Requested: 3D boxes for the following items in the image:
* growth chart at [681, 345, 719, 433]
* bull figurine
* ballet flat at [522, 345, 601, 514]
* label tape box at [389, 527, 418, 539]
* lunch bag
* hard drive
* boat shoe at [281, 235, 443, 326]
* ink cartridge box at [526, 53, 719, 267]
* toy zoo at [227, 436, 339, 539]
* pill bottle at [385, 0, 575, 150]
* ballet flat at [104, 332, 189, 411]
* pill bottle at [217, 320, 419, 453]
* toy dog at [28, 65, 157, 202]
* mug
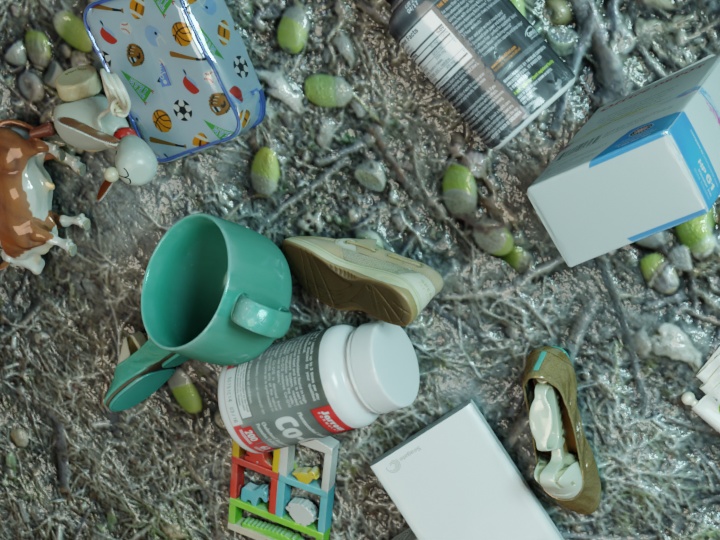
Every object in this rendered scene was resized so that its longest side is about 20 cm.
[{"bbox_3d":[0.402,0.102,1.530,0.145,0.018,0.200,33,126,10],"label":"growth chart"},{"bbox_3d":[-0.378,-0.077,1.851,0.121,0.065,0.200,7,118,22],"label":"bull figurine"},{"bbox_3d":[0.202,0.177,1.643,0.068,0.072,0.200,1,113,28],"label":"ballet flat"},{"bbox_3d":[0.102,0.350,1.788,0.143,0.066,0.200,51,128,-2],"label":"label tape box"},{"bbox_3d":[-0.199,-0.220,1.676,0.160,0.076,0.200,-13,106,36],"label":"lunch bag"},{"bbox_3d":[0.119,0.257,1.720,0.132,0.027,0.200,-33,93,8],"label":"hard drive"},{"bbox_3d":[0.000,0.000,1.677,0.200,0.065,0.072,19,137,42],"label":"boat shoe"},{"bbox_3d":[0.254,-0.100,1.403,0.144,0.200,0.085,-23,105,36],"label":"ink cartridge box"},{"bbox_3d":[-0.091,0.240,1.869,0.131,0.020,0.200,17,120,21],"label":"toy zoo"},{"bbox_3d":[0.099,-0.219,1.488,0.200,0.106,0.106,49,126,0],"label":"pill bottle"},{"bbox_3d":[-0.239,0.093,1.864,0.200,0.067,0.071,-37,68,36],"label":"ballet flat"},{"bbox_3d":[-0.045,0.124,1.725,0.200,0.114,0.114,-17,104,29],"label":"pill bottle"},{"bbox_3d":[-0.292,-0.141,1.693,0.132,0.096,0.200,66,167,-17],"label":"toy dog"},{"bbox_3d":[-0.142,0.037,1.709,0.152,0.114,0.185,-44,48,26],"label":"mug"}]
